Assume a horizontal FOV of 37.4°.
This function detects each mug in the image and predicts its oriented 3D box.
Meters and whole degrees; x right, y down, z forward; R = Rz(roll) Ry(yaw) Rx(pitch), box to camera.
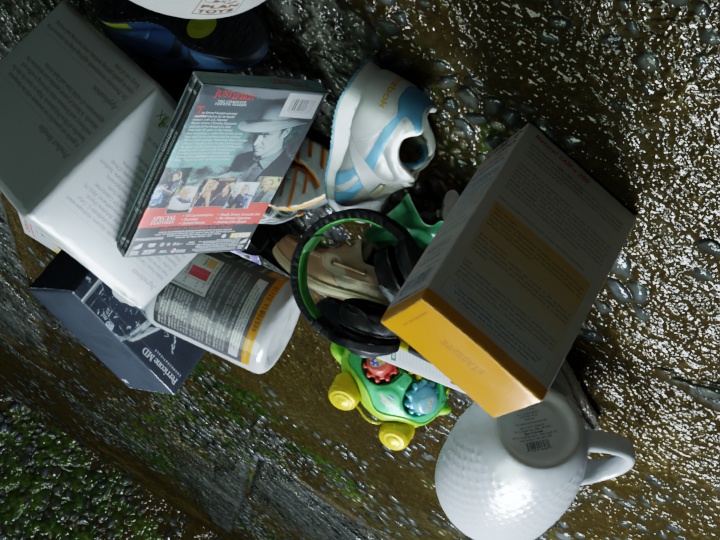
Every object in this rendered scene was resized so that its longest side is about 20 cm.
[{"bbox_3d":[0.190,0.197,1.123,0.199,0.148,0.176,3,151,-6],"label":"mug"}]

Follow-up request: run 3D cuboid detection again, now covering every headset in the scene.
[{"bbox_3d":[0.023,0.031,0.961,0.200,0.124,0.094,37,-166,6],"label":"headset"}]

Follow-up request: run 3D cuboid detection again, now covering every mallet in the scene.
[{"bbox_3d":[0.048,0.073,1.058,0.199,0.041,0.066,21,-173,21],"label":"mallet"}]

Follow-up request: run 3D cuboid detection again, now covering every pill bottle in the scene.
[{"bbox_3d":[-0.175,0.029,1.221,0.199,0.117,0.117,24,153,9],"label":"pill bottle"}]

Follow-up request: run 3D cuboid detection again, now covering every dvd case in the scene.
[{"bbox_3d":[-0.128,-0.093,0.983,0.022,0.145,0.200,53,129,29],"label":"dvd case"}]

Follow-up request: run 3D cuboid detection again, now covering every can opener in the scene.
[{"bbox_3d":[-0.095,-0.025,1.233,0.200,0.079,0.063,36,147,-22],"label":"can opener"}]

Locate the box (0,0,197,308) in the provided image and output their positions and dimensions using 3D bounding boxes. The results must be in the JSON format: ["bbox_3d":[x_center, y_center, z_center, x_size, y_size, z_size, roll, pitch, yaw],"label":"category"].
[{"bbox_3d":[-0.254,-0.112,1.052,0.199,0.171,0.200,42,174,36],"label":"box"}]

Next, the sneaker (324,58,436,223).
[{"bbox_3d":[0.019,-0.098,0.960,0.080,0.077,0.200,29,155,12],"label":"sneaker"}]

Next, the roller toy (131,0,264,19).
[{"bbox_3d":[-0.107,-0.266,0.699,0.182,0.201,0.140,35,155,-14],"label":"roller toy"}]

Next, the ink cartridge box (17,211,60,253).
[{"bbox_3d":[-0.425,-0.074,1.527,0.199,0.068,0.115,31,153,8],"label":"ink cartridge box"}]

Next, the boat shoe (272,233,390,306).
[{"bbox_3d":[0.000,0.000,1.066,0.199,0.065,0.071,26,-168,27],"label":"boat shoe"}]

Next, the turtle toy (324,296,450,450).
[{"bbox_3d":[0.031,0.099,1.224,0.200,0.146,0.101,39,134,-8],"label":"turtle toy"}]

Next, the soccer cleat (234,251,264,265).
[{"bbox_3d":[-0.193,-0.055,1.280,0.068,0.073,0.200,3,140,45],"label":"soccer cleat"}]

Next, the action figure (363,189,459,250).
[{"bbox_3d":[0.055,-0.032,1.050,0.118,0.055,0.200,40,160,-14],"label":"action figure"}]

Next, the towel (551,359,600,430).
[{"bbox_3d":[0.178,0.112,1.171,0.132,0.035,0.200,7,142,41],"label":"towel"}]

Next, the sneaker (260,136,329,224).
[{"bbox_3d":[-0.077,-0.088,1.108,0.077,0.079,0.199,24,163,-41],"label":"sneaker"}]

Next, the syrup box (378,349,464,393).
[{"bbox_3d":[0.095,0.063,1.089,0.199,0.079,0.082,20,119,38],"label":"syrup box"}]

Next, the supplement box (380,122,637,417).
[{"bbox_3d":[0.122,-0.002,0.856,0.126,0.200,0.073,40,150,-9],"label":"supplement box"}]

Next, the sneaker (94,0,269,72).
[{"bbox_3d":[-0.155,-0.217,0.989,0.199,0.066,0.079,19,161,30],"label":"sneaker"}]

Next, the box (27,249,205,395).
[{"bbox_3d":[-0.273,0.017,1.356,0.124,0.197,0.200,2,140,48],"label":"box"}]
